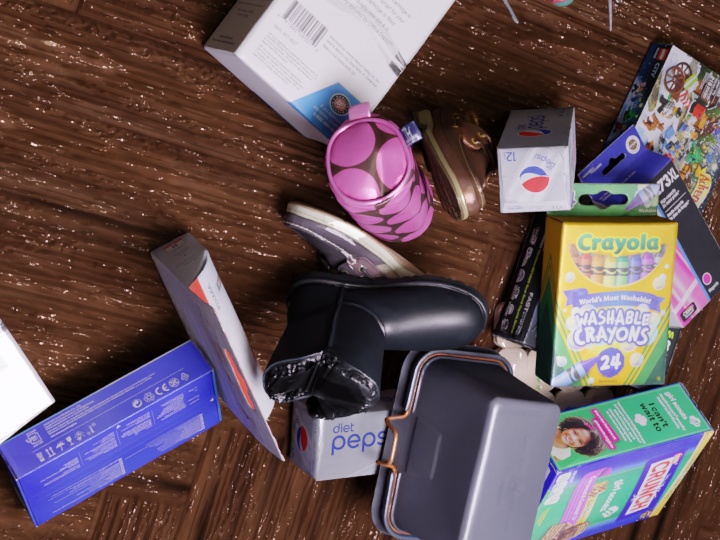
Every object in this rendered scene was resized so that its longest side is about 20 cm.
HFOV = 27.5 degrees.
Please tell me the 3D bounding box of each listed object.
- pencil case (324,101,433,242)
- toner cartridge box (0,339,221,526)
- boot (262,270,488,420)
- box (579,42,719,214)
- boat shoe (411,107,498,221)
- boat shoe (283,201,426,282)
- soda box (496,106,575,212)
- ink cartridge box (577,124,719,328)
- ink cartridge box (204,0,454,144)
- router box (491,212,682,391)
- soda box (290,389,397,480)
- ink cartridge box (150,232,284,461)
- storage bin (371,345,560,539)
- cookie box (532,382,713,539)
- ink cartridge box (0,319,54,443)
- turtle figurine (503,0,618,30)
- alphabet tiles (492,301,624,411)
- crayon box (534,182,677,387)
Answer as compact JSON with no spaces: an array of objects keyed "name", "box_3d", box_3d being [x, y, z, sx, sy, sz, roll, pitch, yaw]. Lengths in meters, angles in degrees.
[{"name":"pencil case","box_3d":[0.022,-0.086,1.370,0.091,0.200,0.094,-19,78,3]},{"name":"toner cartridge box","box_3d":[-0.226,0.149,1.348,0.200,0.043,0.095,-29,150,-19]},{"name":"boot","box_3d":[0.017,0.074,1.350,0.200,0.168,0.077,7,123,0]},{"name":"box","box_3d":[0.333,-0.128,1.603,0.136,0.038,0.200,24,90,-30]},{"name":"boat shoe","box_3d":[0.095,-0.110,1.385,0.067,0.200,0.072,-17,115,2]},{"name":"boat shoe","box_3d":[0.000,0.000,1.441,0.200,0.072,0.065,33,85,-33]},{"name":"soda box","box_3d":[0.173,-0.110,1.433,0.068,0.200,0.064,-2,106,10]},{"name":"ink cartridge box","box_3d":[0.312,-0.046,1.545,0.095,0.037,0.200,-41,107,-23]},{"name":"ink cartridge box","box_3d":[-0.023,-0.237,1.363,0.146,0.084,0.200,40,82,-29]},{"name":"router box","box_3d":[0.254,0.033,1.572,0.200,0.062,0.150,21,86,-28]},{"name":"soda box","box_3d":[0.032,0.162,1.491,0.200,0.063,0.068,-2,104,-27]},{"name":"ink cartridge box","box_3d":[-0.115,0.063,1.320,0.050,0.200,0.163,-29,114,-16]},{"name":"storage bin","box_3d":[0.101,0.181,1.409,0.145,0.134,0.201,9,96,-29]},{"name":"cookie box","box_3d":[0.252,0.213,1.575,0.200,0.075,0.171,-12,143,-25]},{"name":"ink cartridge box","box_3d":[-0.355,0.040,1.220,0.084,0.145,0.200,-36,116,-17]},{"name":"turtle figurine","box_3d":[0.180,-0.326,1.445,0.149,0.101,0.200,-12,111,18]},{"name":"alphabet tiles","box_3d":[0.230,0.081,1.608,0.200,0.015,0.196,0,95,-28]},{"name":"crayon box","box_3d":[0.247,0.014,1.482,0.125,0.052,0.201,-1,101,-14]}]
